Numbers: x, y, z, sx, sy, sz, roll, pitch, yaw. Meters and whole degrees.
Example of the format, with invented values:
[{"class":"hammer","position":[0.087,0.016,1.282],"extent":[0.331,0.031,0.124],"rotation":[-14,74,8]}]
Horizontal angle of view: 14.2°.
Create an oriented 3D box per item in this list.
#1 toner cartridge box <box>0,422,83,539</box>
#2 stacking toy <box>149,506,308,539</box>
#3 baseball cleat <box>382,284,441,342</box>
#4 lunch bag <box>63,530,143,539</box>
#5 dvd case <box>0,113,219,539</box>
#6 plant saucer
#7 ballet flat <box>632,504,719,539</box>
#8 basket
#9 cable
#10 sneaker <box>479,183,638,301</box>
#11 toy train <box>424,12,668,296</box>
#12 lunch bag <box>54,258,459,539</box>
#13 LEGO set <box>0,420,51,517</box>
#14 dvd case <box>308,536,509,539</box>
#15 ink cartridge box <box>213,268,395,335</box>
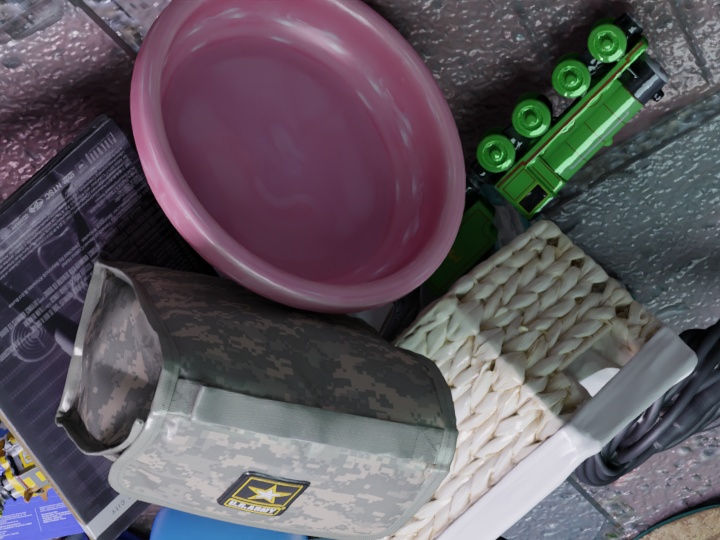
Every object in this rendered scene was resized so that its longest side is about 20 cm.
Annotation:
[{"class":"toner cartridge box","position":[-0.247,0.132,1.802],"extent":[0.200,0.043,0.095],"rotation":[-11,136,-4]},{"class":"stacking toy","position":[-0.061,0.220,1.864],"extent":[0.110,0.116,0.200],"rotation":[8,171,18]},{"class":"baseball cleat","position":[0.000,0.000,1.720],"extent":[0.106,0.070,0.200],"rotation":[-9,147,-14]},{"class":"lunch bag","position":[-0.160,0.280,1.918],"extent":[0.200,0.127,0.170],"rotation":[36,118,-28]},{"class":"dvd case","position":[-0.143,0.035,1.599],"extent":[0.149,0.016,0.200],"rotation":[-44,122,-18]},{"class":"plant saucer","position":[-0.039,-0.065,1.546],"extent":[0.200,0.201,0.051],"rotation":[16,148,-28]},{"class":"ballet flat","position":[0.272,0.189,1.979],"extent":[0.200,0.065,0.071],"rotation":[-24,136,11]},{"class":"basket","position":[0.070,0.080,1.654],"extent":[0.136,0.123,0.200],"rotation":[-35,173,-48]},{"class":"cable","position":[0.199,0.079,1.811],"extent":[0.200,0.051,0.163],"rotation":[-24,167,-43]},{"class":"sneaker","position":[0.097,0.023,1.758],"extent":[0.091,0.078,0.200],"rotation":[-29,134,22]},{"class":"toy train","position":[0.096,-0.064,1.649],"extent":[0.056,0.042,0.200],"rotation":[45,103,-4]},{"class":"lunch bag","position":[-0.055,0.072,1.511],"extent":[0.164,0.200,0.118],"rotation":[13,94,-18]},{"class":"LEGO set","position":[-0.248,0.054,1.644],"extent":[0.116,0.154,0.200],"rotation":[-28,132,15]},{"class":"dvd case","position":[-0.003,0.174,1.853],"extent":[0.143,0.018,0.200],"rotation":[27,155,-36]},{"class":"ink cartridge box","position":[-0.085,-0.003,1.658],"extent":[0.200,0.037,0.095],"rotation":[33,142,-8]}]
